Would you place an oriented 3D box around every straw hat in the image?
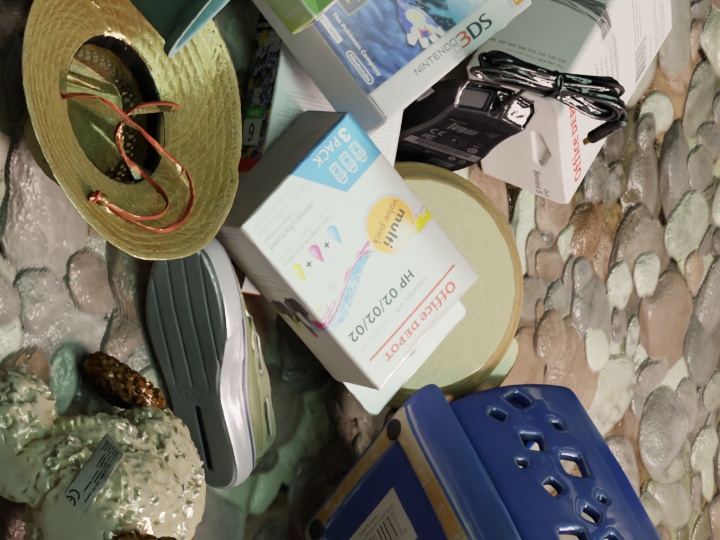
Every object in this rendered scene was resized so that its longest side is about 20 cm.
[{"bbox_3d":[-0.169,-0.098,1.363,0.200,0.085,0.202,17,67,-45],"label":"straw hat"}]

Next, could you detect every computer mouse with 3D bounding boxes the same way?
[{"bbox_3d":[0.112,-0.119,1.589,0.140,0.200,0.046,13,69,-19],"label":"computer mouse"}]

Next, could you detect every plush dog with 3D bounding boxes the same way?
[{"bbox_3d":[-0.157,0.148,1.393,0.172,0.159,0.201,-37,125,-66],"label":"plush dog"}]

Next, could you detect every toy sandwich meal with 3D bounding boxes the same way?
[{"bbox_3d":[0.038,0.017,1.624,0.204,0.070,0.207,1,86,-21],"label":"toy sandwich meal"}]

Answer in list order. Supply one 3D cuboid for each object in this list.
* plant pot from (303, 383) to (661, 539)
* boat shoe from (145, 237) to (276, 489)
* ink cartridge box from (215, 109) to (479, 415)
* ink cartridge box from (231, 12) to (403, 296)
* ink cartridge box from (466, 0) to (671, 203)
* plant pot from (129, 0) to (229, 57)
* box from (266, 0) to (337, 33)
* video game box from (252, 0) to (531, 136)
[{"bbox_3d":[0.081,0.208,1.575,0.179,0.200,0.200,11,128,-40],"label":"plant pot"},{"bbox_3d":[-0.102,0.056,1.489,0.062,0.072,0.201,-43,136,-48],"label":"boat shoe"},{"bbox_3d":[0.000,0.000,1.484,0.115,0.068,0.200,-48,114,-17],"label":"ink cartridge box"},{"bbox_3d":[-0.034,-0.077,1.528,0.108,0.050,0.201,11,88,-30],"label":"ink cartridge box"},{"bbox_3d":[0.169,-0.178,1.701,0.200,0.084,0.146,-57,155,-25],"label":"ink cartridge box"},{"bbox_3d":[-0.120,-0.268,1.287,0.196,0.200,0.200,42,60,-4],"label":"plant pot"},{"bbox_3d":[-0.057,-0.278,1.440,0.200,0.036,0.144,51,55,-7],"label":"box"},{"bbox_3d":[0.004,-0.219,1.509,0.200,0.047,0.182,52,51,-5],"label":"video game box"}]
